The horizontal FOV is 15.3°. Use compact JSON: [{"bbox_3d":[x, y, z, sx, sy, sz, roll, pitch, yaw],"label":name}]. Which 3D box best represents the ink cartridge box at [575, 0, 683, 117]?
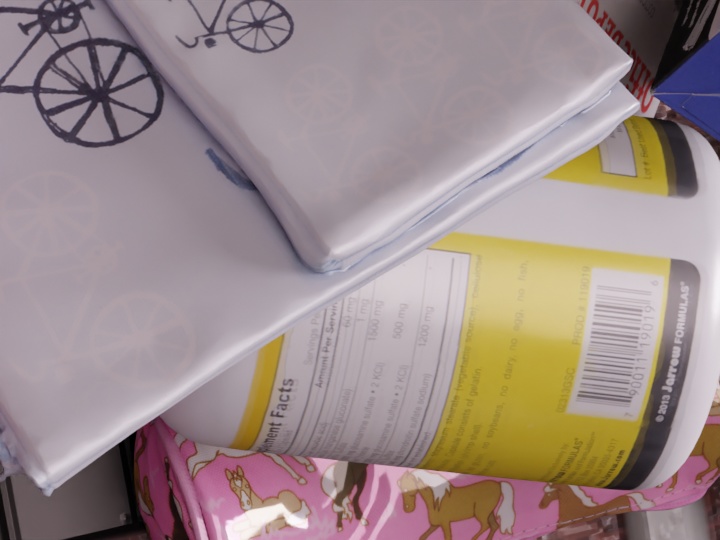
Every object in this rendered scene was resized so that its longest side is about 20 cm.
[{"bbox_3d":[0.070,-0.148,0.834,0.085,0.146,0.200,22,87,21],"label":"ink cartridge box"}]

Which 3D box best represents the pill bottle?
[{"bbox_3d":[0.000,0.000,0.784,0.200,0.112,0.112,7,90,-10],"label":"pill bottle"}]

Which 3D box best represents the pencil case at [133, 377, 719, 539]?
[{"bbox_3d":[0.026,0.057,0.870,0.200,0.083,0.087,-17,122,-20],"label":"pencil case"}]

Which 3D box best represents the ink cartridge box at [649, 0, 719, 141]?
[{"bbox_3d":[0.149,-0.130,0.770,0.044,0.094,0.200,34,50,-12],"label":"ink cartridge box"}]

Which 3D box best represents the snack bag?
[{"bbox_3d":[-0.057,-0.061,0.734,0.200,0.021,0.189,-33,65,-12],"label":"snack bag"}]
